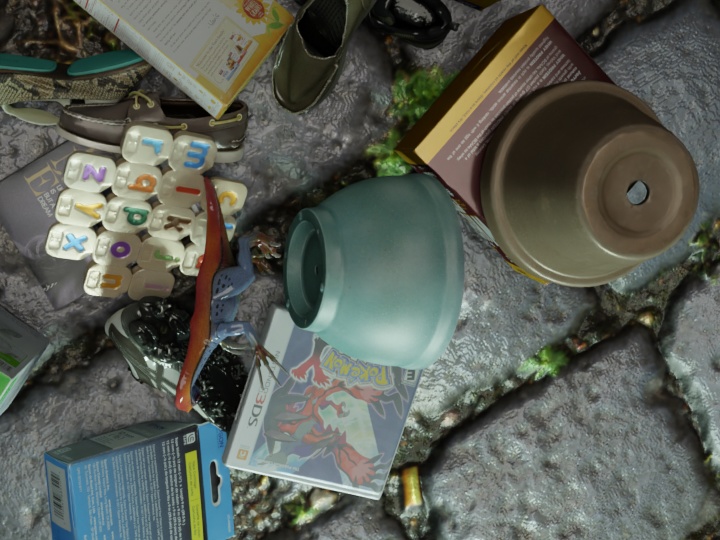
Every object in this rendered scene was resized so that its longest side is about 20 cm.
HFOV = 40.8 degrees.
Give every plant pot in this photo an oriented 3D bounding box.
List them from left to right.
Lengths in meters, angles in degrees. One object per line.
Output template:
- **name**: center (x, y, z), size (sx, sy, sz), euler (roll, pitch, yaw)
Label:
- **plant pot**: center (0.000, 0.000, 0.982), size (0.132, 0.199, 0.205), euler (1, 98, -26)
- **plant pot**: center (0.223, -0.075, 0.897), size (0.195, 0.175, 0.205), euler (-1, 99, -6)

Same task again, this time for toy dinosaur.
- **toy dinosaur**: center (-0.156, 0.045, 0.998), size (0.200, 0.105, 0.182), euler (46, 62, -7)

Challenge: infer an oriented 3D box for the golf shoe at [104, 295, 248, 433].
- **golf shoe**: center (-0.197, 0.104, 1.059), size (0.201, 0.093, 0.078), euler (54, 47, -30)

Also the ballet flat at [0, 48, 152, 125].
- **ballet flat**: center (-0.307, -0.190, 1.010), size (0.195, 0.068, 0.077), euler (-3, 120, -2)

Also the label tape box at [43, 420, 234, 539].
- **label tape box**: center (-0.237, 0.248, 1.058), size (0.198, 0.065, 0.147), euler (-12, 101, -45)

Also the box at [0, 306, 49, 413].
- **box**: center (-0.432, 0.068, 0.964), size (0.198, 0.176, 0.098), euler (35, 92, -11)

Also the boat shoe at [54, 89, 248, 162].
- **boat shoe**: center (-0.211, -0.155, 0.994), size (0.196, 0.072, 0.060), euler (3, 120, -25)

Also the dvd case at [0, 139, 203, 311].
- **dvd case**: center (-0.283, -0.072, 1.046), size (0.198, 0.016, 0.150), euler (-31, 100, -3)

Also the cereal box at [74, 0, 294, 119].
- **cereal box**: center (-0.182, -0.272, 0.990), size (0.199, 0.039, 0.145), euler (39, 61, -10)

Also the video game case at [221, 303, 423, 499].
- **video game case**: center (-0.037, 0.151, 1.082), size (0.197, 0.023, 0.186), euler (17, 95, -24)

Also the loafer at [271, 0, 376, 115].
- **loafer**: center (-0.048, -0.235, 0.985), size (0.075, 0.070, 0.201), euler (37, 133, 5)

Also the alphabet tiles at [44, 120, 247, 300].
- **alphabet tiles**: center (-0.221, -0.056, 1.005), size (0.192, 0.015, 0.203), euler (7, 119, -31)

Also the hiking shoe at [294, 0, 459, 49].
- **hiking shoe**: center (0.010, -0.293, 1.012), size (0.196, 0.101, 0.077), euler (16, 95, -9)

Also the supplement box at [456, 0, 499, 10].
- **supplement box**: center (0.115, -0.343, 0.969), size (0.107, 0.200, 0.111), euler (18, 95, -9)

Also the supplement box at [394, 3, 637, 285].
- **supplement box**: center (0.178, -0.132, 1.039), size (0.200, 0.133, 0.198), euler (42, 91, -10)
